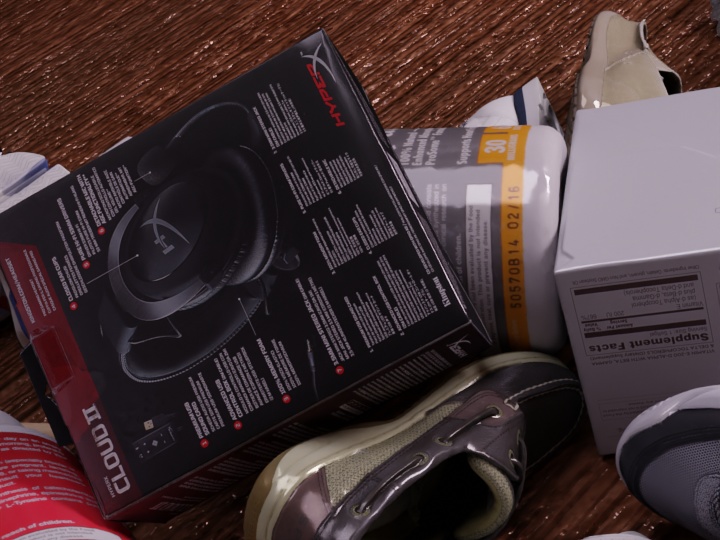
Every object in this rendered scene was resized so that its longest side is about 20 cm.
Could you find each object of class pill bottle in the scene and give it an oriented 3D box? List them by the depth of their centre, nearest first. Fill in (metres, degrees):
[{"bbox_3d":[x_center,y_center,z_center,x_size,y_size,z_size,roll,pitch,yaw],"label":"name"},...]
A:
[{"bbox_3d":[-0.158,0.140,0.665,0.112,0.113,0.200,-29,31,-17],"label":"pill bottle"},{"bbox_3d":[0.006,-0.014,0.748,0.198,0.117,0.117,0,33,12],"label":"pill bottle"}]

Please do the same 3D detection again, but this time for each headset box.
[{"bbox_3d":[-0.063,0.011,0.659,0.199,0.150,0.077,-29,-16,7],"label":"headset box"}]

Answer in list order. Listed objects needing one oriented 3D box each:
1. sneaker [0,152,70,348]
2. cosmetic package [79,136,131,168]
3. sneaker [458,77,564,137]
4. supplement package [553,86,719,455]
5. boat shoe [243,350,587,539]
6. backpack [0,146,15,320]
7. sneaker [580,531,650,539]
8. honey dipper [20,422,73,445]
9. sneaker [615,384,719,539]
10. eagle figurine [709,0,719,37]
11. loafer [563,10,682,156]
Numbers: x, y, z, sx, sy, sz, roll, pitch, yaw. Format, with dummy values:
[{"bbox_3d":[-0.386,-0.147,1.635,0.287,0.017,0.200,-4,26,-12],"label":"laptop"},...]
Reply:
[{"bbox_3d":[-0.160,0.023,0.899,0.080,0.116,0.199,-37,64,-27],"label":"sneaker"},{"bbox_3d":[-0.116,-0.024,0.954,0.199,0.072,0.101,13,43,43],"label":"cosmetic package"},{"bbox_3d":[0.084,-0.046,0.888,0.080,0.077,0.200,-19,22,17],"label":"sneaker"},{"bbox_3d":[0.206,-0.010,0.705,0.198,0.112,0.156,-7,32,18],"label":"supplement package"},{"bbox_3d":[0.041,0.093,0.651,0.200,0.072,0.066,-16,35,-41],"label":"boat shoe"},{"bbox_3d":[-0.328,-0.028,1.006,0.198,0.155,0.191,-21,37,-15],"label":"backpack"},{"bbox_3d":[0.034,0.150,0.598,0.198,0.076,0.089,-12,15,5],"label":"sneaker"},{"bbox_3d":[-0.165,0.091,0.829,0.198,0.038,0.038,-1,34,33],"label":"honey dipper"},{"bbox_3d":[0.167,0.112,0.558,0.199,0.076,0.114,13,40,39],"label":"sneaker"},{"bbox_3d":[0.344,-0.239,0.994,0.198,0.152,0.152,-17,49,-6],"label":"eagle figurine"},{"bbox_3d":[0.169,-0.108,0.931,0.068,0.076,0.200,15,30,7],"label":"loafer"}]
